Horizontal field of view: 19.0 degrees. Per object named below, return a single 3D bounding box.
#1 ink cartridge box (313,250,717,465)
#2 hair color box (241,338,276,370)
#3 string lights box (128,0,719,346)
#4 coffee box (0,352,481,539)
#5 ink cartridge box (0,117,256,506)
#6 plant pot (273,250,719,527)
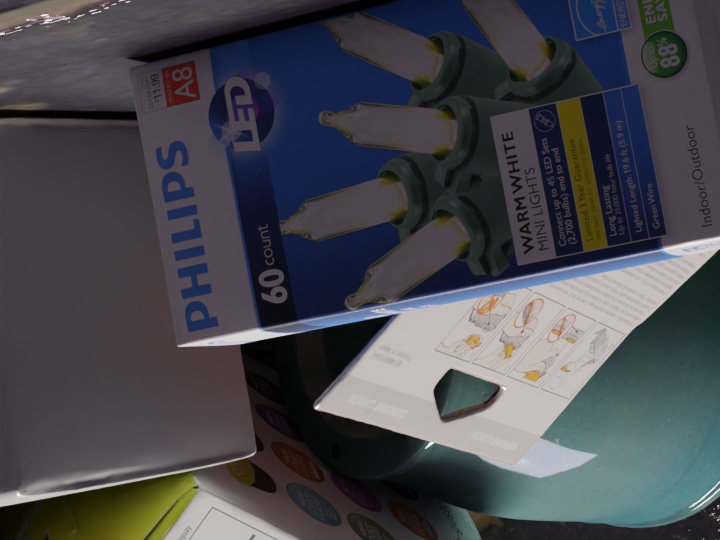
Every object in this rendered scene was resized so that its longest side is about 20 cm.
[{"bbox_3d":[0.072,-0.008,0.862,0.176,0.045,0.200,-46,154,11],"label":"ink cartridge box"},{"bbox_3d":[-0.044,0.073,1.190,0.200,0.065,0.109,-3,-161,-21],"label":"hair color box"},{"bbox_3d":[0.029,-0.041,0.739,0.200,0.103,0.059,-12,176,19],"label":"string lights box"},{"bbox_3d":[-0.069,0.172,1.040,0.198,0.200,0.200,30,-167,-24],"label":"coffee box"},{"bbox_3d":[-0.172,0.028,0.896,0.200,0.145,0.145,-12,176,35],"label":"ink cartridge box"},{"bbox_3d":[0.067,0.031,1.046,0.188,0.200,0.200,1,170,-40],"label":"plant pot"}]
